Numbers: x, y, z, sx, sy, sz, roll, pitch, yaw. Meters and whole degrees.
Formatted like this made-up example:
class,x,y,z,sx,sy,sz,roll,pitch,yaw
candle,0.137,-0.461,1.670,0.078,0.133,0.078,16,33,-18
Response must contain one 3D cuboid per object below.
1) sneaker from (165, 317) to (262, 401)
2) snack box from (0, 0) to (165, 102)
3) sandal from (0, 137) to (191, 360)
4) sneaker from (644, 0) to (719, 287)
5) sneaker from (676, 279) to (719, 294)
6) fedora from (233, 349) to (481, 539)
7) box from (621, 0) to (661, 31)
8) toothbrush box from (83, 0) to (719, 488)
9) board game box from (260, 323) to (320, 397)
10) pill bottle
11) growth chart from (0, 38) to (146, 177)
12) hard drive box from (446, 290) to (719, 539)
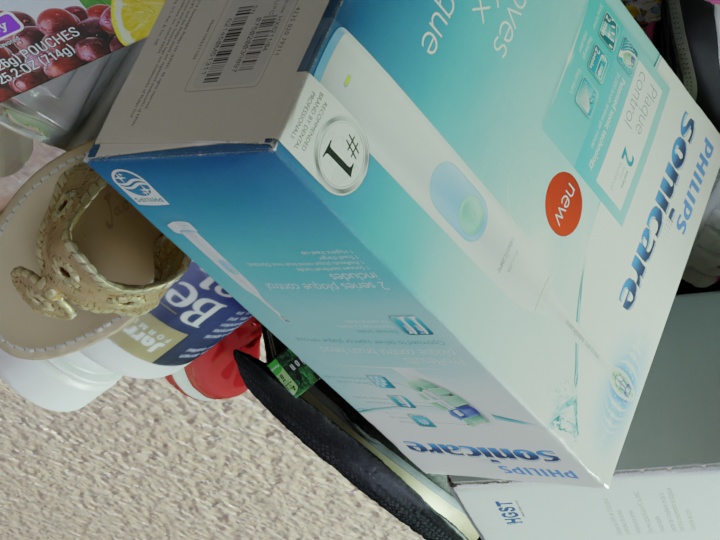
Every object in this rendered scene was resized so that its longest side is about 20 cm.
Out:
class,x,y,z,sx,sy,sz,roll,pitch,yaw
sneaker,-0.047,0.015,1.056,0.115,0.079,0.200,10,150,13
snack box,-0.112,-0.157,0.695,0.199,0.068,0.169,-21,136,18
sandal,-0.096,-0.023,0.822,0.211,0.070,0.078,-31,93,23
sneaker,0.112,-0.057,0.793,0.087,0.074,0.200,4,153,6
sneaker,0.093,0.023,0.892,0.199,0.093,0.071,-17,116,-11
fedora,0.029,0.070,1.012,0.200,0.092,0.201,39,179,0
box,0.105,-0.135,0.781,0.136,0.038,0.200,-6,143,32
toothbrush box,0.025,-0.039,0.663,0.085,0.147,0.200,1,146,41
board game box,0.000,0.000,0.889,0.023,0.105,0.200,48,-178,-8
pill bottle,-0.087,-0.019,0.923,0.200,0.111,0.111,-37,125,26
growth chart,-0.160,-0.129,0.831,0.200,0.145,0.018,39,-176,-31
hard drive box,0.147,0.074,0.822,0.199,0.077,0.156,-6,153,13
